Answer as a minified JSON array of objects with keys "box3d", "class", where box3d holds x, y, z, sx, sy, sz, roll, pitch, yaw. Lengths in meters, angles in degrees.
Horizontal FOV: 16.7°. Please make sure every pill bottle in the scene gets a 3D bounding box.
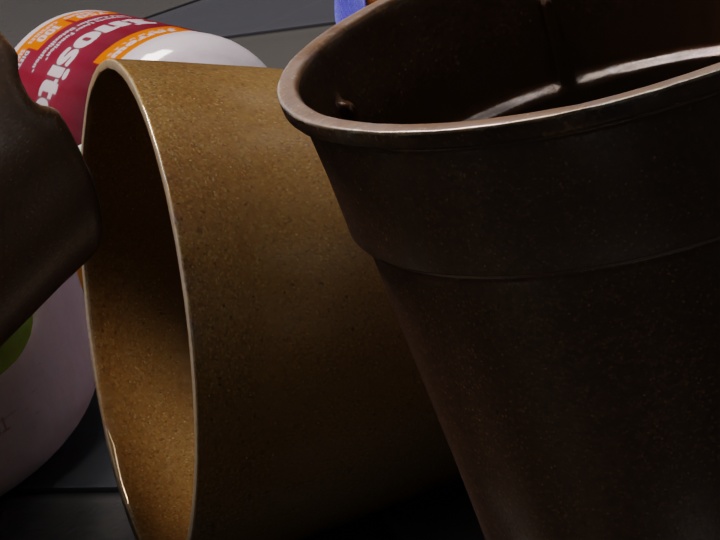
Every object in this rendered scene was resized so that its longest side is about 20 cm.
[{"box3d":[-0.105,-0.071,1.260,0.113,0.113,0.200,-25,21,-23],"class":"pill bottle"}]

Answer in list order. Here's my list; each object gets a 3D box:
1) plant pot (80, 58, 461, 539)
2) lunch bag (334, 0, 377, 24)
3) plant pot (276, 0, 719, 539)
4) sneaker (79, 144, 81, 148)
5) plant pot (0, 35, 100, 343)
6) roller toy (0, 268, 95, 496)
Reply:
[{"box3d":[0.012,0.006,0.902,0.200,0.187,0.186,-7,17,-16],"class":"plant pot"},{"box3d":[0.068,-0.130,1.145,0.124,0.170,0.200,1,10,45],"class":"lunch bag"},{"box3d":[0.095,0.008,0.760,0.200,0.199,0.200,-14,20,5],"class":"plant pot"},{"box3d":[-0.174,-0.003,1.170,0.200,0.074,0.118,-18,8,43],"class":"sneaker"},{"box3d":[-0.209,-0.004,0.844,0.198,0.200,0.200,-41,28,-22],"class":"plant pot"},{"box3d":[-0.209,0.024,1.045,0.182,0.140,0.200,-11,31,9],"class":"roller toy"}]
